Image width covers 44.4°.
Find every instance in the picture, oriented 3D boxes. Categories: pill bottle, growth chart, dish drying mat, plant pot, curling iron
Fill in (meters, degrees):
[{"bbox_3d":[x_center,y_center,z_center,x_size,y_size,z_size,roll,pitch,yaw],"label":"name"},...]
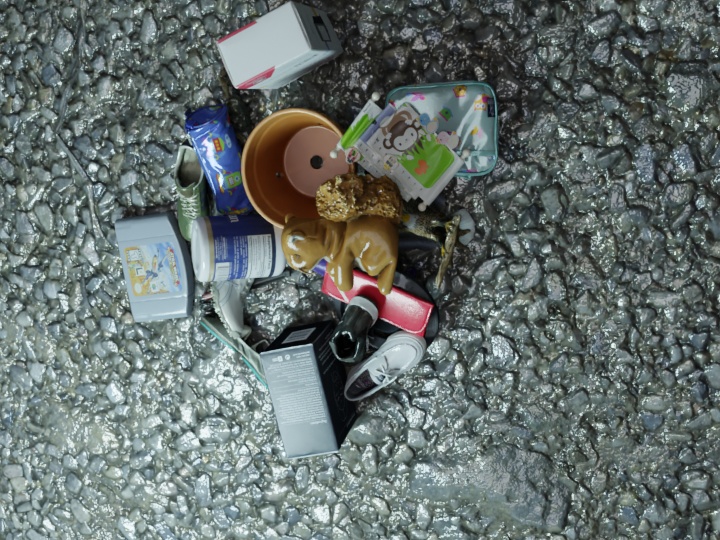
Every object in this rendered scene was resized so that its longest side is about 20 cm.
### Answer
[{"bbox_3d":[-0.192,-0.043,1.548,0.196,0.111,0.114,-4,104,-20],"label":"pill bottle"},{"bbox_3d":[0.068,-0.195,1.424,0.198,0.018,0.146,32,95,-10],"label":"growth chart"},{"bbox_3d":[0.026,0.048,1.511,0.197,0.018,0.078,24,129,11],"label":"dish drying mat"},{"bbox_3d":[-0.090,-0.178,1.516,0.196,0.140,0.205,3,103,12],"label":"plant pot"},{"bbox_3d":[-0.219,0.038,1.657,0.197,0.026,0.050,-24,118,12],"label":"curling iron"}]

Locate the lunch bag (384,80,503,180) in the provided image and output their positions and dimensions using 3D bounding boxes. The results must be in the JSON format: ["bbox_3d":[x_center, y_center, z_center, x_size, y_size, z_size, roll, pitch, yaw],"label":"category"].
[{"bbox_3d":[0.139,-0.231,1.472,0.195,0.077,0.164,-2,98,3],"label":"lunch bag"}]

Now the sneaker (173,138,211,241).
[{"bbox_3d":[-0.311,-0.146,1.599,0.066,0.090,0.204,10,105,9],"label":"sneaker"}]

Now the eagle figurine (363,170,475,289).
[{"bbox_3d":[0.090,-0.087,1.521,0.198,0.152,0.152,26,65,36],"label":"eagle figurine"}]

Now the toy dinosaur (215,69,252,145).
[{"bbox_3d":[-0.228,-0.254,1.581,0.087,0.048,0.203,-24,100,10],"label":"toy dinosaur"}]

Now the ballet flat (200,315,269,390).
[{"bbox_3d":[-0.214,0.142,1.667,0.200,0.067,0.064,45,80,-1],"label":"ballet flat"}]

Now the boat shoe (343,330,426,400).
[{"bbox_3d":[0.038,0.175,1.572,0.199,0.069,0.072,-31,109,38],"label":"boat shoe"}]

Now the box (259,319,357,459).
[{"bbox_3d":[-0.091,0.213,1.602,0.105,0.148,0.204,-11,100,15],"label":"box"}]

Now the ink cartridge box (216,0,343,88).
[{"bbox_3d":[-0.128,-0.366,1.450,0.145,0.200,0.087,-24,96,16],"label":"ink cartridge box"}]

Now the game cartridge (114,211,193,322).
[{"bbox_3d":[-0.387,-0.006,1.678,0.130,0.042,0.204,-6,101,18],"label":"game cartridge"}]

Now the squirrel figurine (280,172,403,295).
[{"bbox_3d":[-0.031,-0.072,1.401,0.183,0.142,0.203,8,118,-6],"label":"squirrel figurine"}]

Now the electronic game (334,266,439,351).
[{"bbox_3d":[0.045,0.073,1.565,0.196,0.042,0.203,13,130,16],"label":"electronic game"}]

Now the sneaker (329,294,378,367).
[{"bbox_3d":[-0.023,0.127,1.538,0.066,0.091,0.201,29,147,8],"label":"sneaker"}]

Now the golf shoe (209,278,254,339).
[{"bbox_3d":[-0.225,0.019,1.605,0.095,0.078,0.204,-13,80,3],"label":"golf shoe"}]

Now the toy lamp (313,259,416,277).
[{"bbox_3d":[0.000,0.000,1.581,0.196,0.058,0.059,15,106,8],"label":"toy lamp"}]

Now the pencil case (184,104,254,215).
[{"bbox_3d":[-0.244,-0.190,1.545,0.086,0.078,0.203,-31,124,-21],"label":"pencil case"}]
